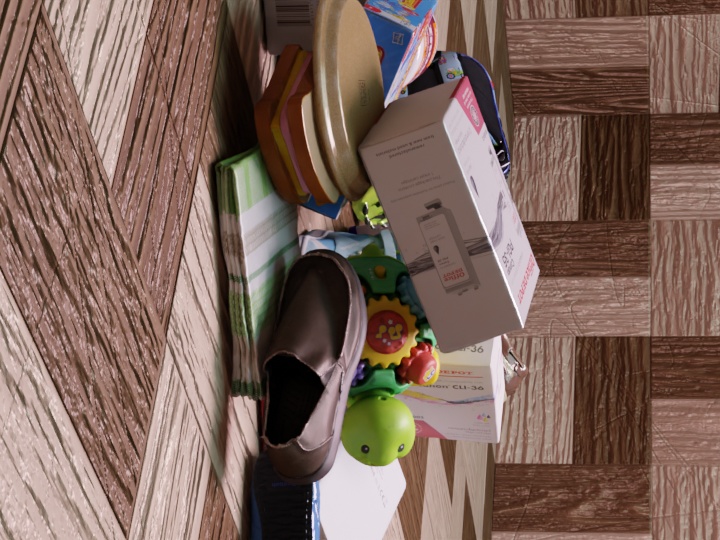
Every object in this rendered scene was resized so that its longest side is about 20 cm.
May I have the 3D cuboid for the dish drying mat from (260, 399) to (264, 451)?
[{"bbox_3d":[-0.077,0.068,1.645,0.077,0.018,0.201,-53,142,-76],"label":"dish drying mat"}]

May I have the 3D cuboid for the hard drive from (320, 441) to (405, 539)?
[{"bbox_3d":[-0.008,0.228,1.867,0.200,0.027,0.132,-60,137,-55],"label":"hard drive"}]

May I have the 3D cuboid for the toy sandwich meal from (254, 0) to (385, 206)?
[{"bbox_3d":[-0.032,-0.145,1.578,0.205,0.070,0.206,-5,90,-76],"label":"toy sandwich meal"}]

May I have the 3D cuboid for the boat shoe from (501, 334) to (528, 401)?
[{"bbox_3d":[0.113,0.043,1.896,0.075,0.075,0.203,25,-35,58],"label":"boat shoe"}]

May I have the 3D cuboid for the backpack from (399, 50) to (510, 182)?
[{"bbox_3d":[0.078,-0.158,2.165,0.135,0.182,0.201,91,-7,-56],"label":"backpack"}]

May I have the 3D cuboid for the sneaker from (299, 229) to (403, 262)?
[{"bbox_3d":[0.000,0.000,1.777,0.200,0.130,0.080,-57,148,-73],"label":"sneaker"}]

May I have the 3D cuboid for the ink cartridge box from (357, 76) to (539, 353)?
[{"bbox_3d":[0.082,-0.050,1.610,0.147,0.083,0.201,-62,132,-66],"label":"ink cartridge box"}]

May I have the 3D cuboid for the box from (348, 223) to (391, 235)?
[{"bbox_3d":[0.069,0.040,2.027,0.200,0.105,0.185,177,-87,-68],"label":"box"}]

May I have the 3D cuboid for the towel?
[{"bbox_3d":[-0.084,-0.005,1.545,0.149,0.031,0.201,-42,129,-69],"label":"towel"}]

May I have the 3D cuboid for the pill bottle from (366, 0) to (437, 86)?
[{"bbox_3d":[0.024,-0.252,1.992,0.200,0.113,0.113,-51,140,-75],"label":"pill bottle"}]

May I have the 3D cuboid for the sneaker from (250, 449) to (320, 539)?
[{"bbox_3d":[-0.064,0.252,1.576,0.078,0.066,0.201,75,17,-70],"label":"sneaker"}]

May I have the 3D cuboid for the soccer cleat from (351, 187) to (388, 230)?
[{"bbox_3d":[0.025,-0.089,1.804,0.084,0.065,0.200,61,16,9],"label":"soccer cleat"}]

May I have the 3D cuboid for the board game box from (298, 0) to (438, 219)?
[{"bbox_3d":[0.003,-0.171,1.796,0.196,0.056,0.201,-61,175,-71],"label":"board game box"}]

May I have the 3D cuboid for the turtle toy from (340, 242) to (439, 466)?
[{"bbox_3d":[0.012,0.076,1.654,0.101,0.145,0.201,-171,-100,-74],"label":"turtle toy"}]

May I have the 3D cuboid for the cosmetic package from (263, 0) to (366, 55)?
[{"bbox_3d":[-0.040,-0.278,1.728,0.200,0.074,0.102,-69,157,-63],"label":"cosmetic package"}]

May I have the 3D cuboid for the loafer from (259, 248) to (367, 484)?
[{"bbox_3d":[-0.040,0.071,1.503,0.071,0.073,0.201,51,39,-63],"label":"loafer"}]

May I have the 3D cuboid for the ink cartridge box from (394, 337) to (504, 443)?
[{"bbox_3d":[0.077,0.091,1.789,0.200,0.116,0.068,78,18,-56],"label":"ink cartridge box"}]
